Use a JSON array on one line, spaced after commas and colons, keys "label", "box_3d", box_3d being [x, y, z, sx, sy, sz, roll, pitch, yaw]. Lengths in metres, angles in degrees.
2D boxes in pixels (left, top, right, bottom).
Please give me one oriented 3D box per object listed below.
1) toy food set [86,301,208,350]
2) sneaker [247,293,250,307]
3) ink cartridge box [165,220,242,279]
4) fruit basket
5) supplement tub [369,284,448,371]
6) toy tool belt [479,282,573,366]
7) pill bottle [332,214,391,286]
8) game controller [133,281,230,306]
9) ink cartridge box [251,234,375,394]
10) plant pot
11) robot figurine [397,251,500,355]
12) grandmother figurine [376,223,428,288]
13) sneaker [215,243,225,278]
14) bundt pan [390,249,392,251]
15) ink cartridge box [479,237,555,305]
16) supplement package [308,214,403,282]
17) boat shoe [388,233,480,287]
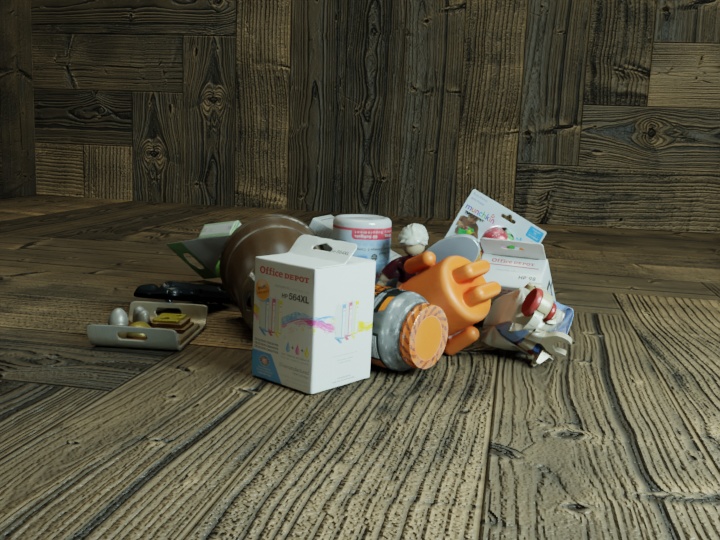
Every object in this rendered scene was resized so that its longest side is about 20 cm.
[{"label": "toy food set", "box_3d": [-0.348, 0.082, 1.322, 0.143, 0.060, 0.200, 3, 10, 4]}, {"label": "sneaker", "box_3d": [-0.162, 0.024, 1.567, 0.200, 0.060, 0.104, -25, 20, 6]}, {"label": "ink cartridge box", "box_3d": [-0.311, -0.042, 1.758, 0.200, 0.048, 0.146, -3, -37, 35]}, {"label": "fruit basket", "box_3d": [0.237, -0.024, 1.500, 0.185, 0.200, 0.094, 28, 12, -21]}, {"label": "supplement tub", "box_3d": [0.027, 0.083, 1.217, 0.200, 0.123, 0.122, 11, 13, 39]}, {"label": "toy tool belt", "box_3d": [0.282, 0.085, 1.245, 0.123, 0.125, 0.200, 29, -17, -7]}, {"label": "pill bottle", "box_3d": [0.000, 0.000, 1.461, 0.109, 0.200, 0.109, 2, 10, 0]}, {"label": "game controller", "box_3d": [-0.336, 0.048, 1.510, 0.104, 0.042, 0.200, -9, -9, 23]}, {"label": "ink cartridge box", "box_3d": [-0.068, 0.055, 1.132, 0.128, 0.200, 0.125, 10, 13, 40]}, {"label": "plant pot", "box_3d": [-0.145, 0.020, 1.396, 0.200, 0.201, 0.198, 0, 17, -11]}, {"label": "robot figurine", "box_3d": [0.128, 0.049, 1.280, 0.200, 0.144, 0.117, -33, 27, 40]}, {"label": "grandmother figurine", "box_3d": [0.087, 0.018, 1.378, 0.121, 0.200, 0.061, 0, 10, -17]}, {"label": "sneaker", "box_3d": [-0.247, -0.005, 1.675, 0.077, 0.084, 0.200, 2, -16, 7]}, {"label": "bundt pan", "box_3d": [-0.019, -0.017, 1.744, 0.202, 0.076, 0.202, 19, -19, 7]}, {"label": "ink cartridge box", "box_3d": [0.269, 0.034, 1.377, 0.116, 0.067, 0.200, 7, -34, 27]}, {"label": "supplement package", "box_3d": [-0.018, -0.014, 1.593, 0.200, 0.110, 0.114, 31, 15, 11]}, {"label": "boat shoe", "box_3d": [0.137, -0.010, 1.426, 0.200, 0.070, 0.066, -39, 2, 32]}]
